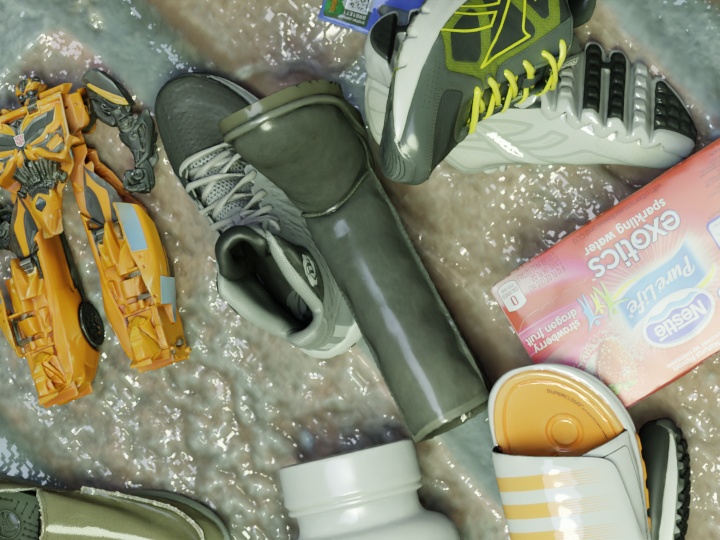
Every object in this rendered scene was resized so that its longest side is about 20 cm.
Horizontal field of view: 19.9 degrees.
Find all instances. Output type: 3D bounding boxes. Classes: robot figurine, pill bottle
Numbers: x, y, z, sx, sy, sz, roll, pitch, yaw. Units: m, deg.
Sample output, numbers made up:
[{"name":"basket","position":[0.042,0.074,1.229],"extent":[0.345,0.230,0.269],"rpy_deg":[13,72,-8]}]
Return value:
[{"name":"robot figurine","position":[-0.181,-0.026,1.273],"extent":[0.144,0.058,0.202],"rpy_deg":[-21,85,18]},{"name":"pill bottle","position":[0.013,0.204,1.190],"extent":[0.111,0.112,0.202],"rpy_deg":[-14,85,16]}]

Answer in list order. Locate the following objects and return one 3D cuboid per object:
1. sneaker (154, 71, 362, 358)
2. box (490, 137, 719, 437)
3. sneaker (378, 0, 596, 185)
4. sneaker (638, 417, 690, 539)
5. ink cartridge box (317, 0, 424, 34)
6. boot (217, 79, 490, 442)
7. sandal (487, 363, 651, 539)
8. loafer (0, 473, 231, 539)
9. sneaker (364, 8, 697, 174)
[{"name":"sneaker","position":[-0.069,-0.038,1.212],"extent":[0.075,0.115,0.201],"rpy_deg":[-37,80,13]},{"name":"box","position":[0.184,-0.002,1.148],"extent":[0.199,0.095,0.100],"rpy_deg":[-34,83,14]},{"name":"sneaker","position":[0.073,-0.120,1.112],"extent":[0.084,0.075,0.201],"rpy_deg":[23,56,9]},{"name":"sneaker","position":[0.135,0.180,1.175],"extent":[0.089,0.070,0.202],"rpy_deg":[9,94,13]},{"name":"ink cartridge box","position":[0.049,-0.232,1.219],"extent":[0.118,0.042,0.202],"rpy_deg":[19,97,16]},{"name":"boot","position":[0.002,-0.001,1.164],"extent":[0.072,0.182,0.202],"rpy_deg":[-22,79,19]},{"name":"sandal","position":[0.122,0.152,1.103],"extent":[0.078,0.059,0.209],"rpy_deg":[-14,99,17]},{"name":"loafer","position":[-0.177,0.170,1.266],"extent":[0.198,0.070,0.076],"rpy_deg":[5,91,16]},{"name":"sneaker","position":[0.096,-0.091,1.195],"extent":[0.198,0.075,0.082],"rpy_deg":[14,130,5]}]
